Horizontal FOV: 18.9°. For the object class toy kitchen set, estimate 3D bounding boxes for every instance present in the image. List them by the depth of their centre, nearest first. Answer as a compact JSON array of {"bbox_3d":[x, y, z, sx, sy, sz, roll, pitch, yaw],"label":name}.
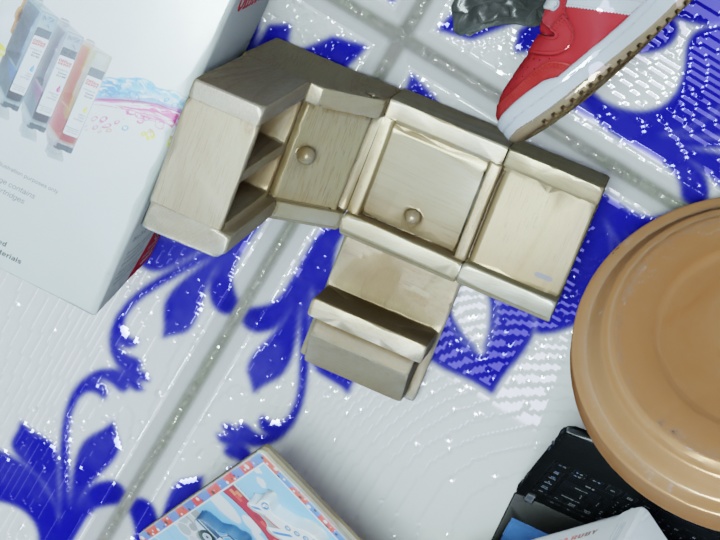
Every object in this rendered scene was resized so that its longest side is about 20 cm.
[{"bbox_3d":[0.000,0.000,1.124,0.200,0.180,0.163,23,106,6],"label":"toy kitchen set"}]

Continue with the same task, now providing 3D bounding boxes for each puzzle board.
[{"bbox_3d":[-0.024,0.198,1.215,0.200,0.017,0.151,47,139,-5],"label":"puzzle board"}]

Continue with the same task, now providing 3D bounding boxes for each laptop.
[{"bbox_3d":[0.154,0.189,1.188,0.177,0.200,0.103,24,68,1],"label":"laptop"}]

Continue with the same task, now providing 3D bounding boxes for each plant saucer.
[{"bbox_3d":[0.209,0.042,1.116,0.200,0.200,0.032,3,146,7],"label":"plant saucer"}]

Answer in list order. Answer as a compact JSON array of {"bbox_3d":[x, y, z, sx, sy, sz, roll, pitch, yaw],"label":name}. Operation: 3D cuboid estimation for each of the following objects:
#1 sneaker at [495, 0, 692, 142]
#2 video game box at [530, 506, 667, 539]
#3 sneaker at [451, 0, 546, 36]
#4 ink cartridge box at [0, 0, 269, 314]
[{"bbox_3d":[0.116,-0.165,1.074,0.112,0.071,0.200,45,98,1],"label":"sneaker"},{"bbox_3d":[0.130,0.235,1.181,0.182,0.047,0.200,-23,108,43],"label":"video game box"},{"bbox_3d":[0.150,-0.165,1.133,0.200,0.060,0.104,6,102,11],"label":"sneaker"},{"bbox_3d":[-0.147,-0.108,1.137,0.145,0.145,0.200,27,104,1],"label":"ink cartridge box"}]
